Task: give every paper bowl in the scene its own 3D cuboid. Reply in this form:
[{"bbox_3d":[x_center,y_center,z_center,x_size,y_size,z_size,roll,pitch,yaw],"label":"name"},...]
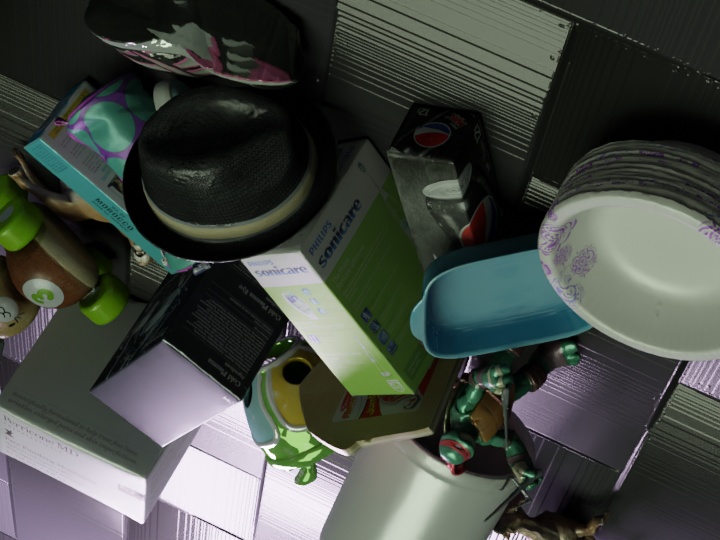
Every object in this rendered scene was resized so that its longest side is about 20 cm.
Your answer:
[{"bbox_3d":[0.255,-0.027,1.398,0.200,0.104,0.201,20,146,14],"label":"paper bowl"}]

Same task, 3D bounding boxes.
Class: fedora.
[{"bbox_3d":[-0.122,-0.104,1.498,0.200,0.201,0.092,18,159,18],"label":"fedora"}]

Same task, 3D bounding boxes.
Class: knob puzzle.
[{"bbox_3d":[0.023,0.108,1.673,0.219,0.220,0.030,-7,133,43],"label":"knob puzzle"}]

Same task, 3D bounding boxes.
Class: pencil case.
[{"bbox_3d":[-0.200,-0.092,1.646,0.200,0.092,0.085,55,-174,-10],"label":"pencil case"}]

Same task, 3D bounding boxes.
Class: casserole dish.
[{"bbox_3d":[0.137,0.016,1.527,0.199,0.039,0.121,-10,135,-8],"label":"casserole dish"}]

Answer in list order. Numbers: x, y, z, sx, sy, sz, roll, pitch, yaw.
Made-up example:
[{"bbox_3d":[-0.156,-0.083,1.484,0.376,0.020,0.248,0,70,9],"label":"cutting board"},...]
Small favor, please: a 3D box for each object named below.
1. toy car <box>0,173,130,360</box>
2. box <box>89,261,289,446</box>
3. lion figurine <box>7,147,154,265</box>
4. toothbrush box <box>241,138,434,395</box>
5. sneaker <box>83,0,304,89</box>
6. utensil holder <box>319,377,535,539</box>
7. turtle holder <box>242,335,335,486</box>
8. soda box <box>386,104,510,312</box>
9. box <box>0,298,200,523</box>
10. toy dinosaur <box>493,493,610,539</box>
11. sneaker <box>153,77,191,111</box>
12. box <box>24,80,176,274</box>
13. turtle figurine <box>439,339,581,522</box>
[{"bbox_3d":[-0.385,0.029,1.851,0.164,0.200,0.158,44,-179,-30],"label":"toy car"},{"bbox_3d":[-0.164,0.063,1.772,0.104,0.182,0.200,38,146,-13],"label":"box"},{"bbox_3d":[-0.279,-0.073,1.798,0.200,0.073,0.123,21,157,39],"label":"lion figurine"},{"bbox_3d":[0.000,0.000,1.594,0.086,0.146,0.200,-4,135,42],"label":"toothbrush box"},{"bbox_3d":[-0.139,-0.206,1.512,0.200,0.081,0.086,19,169,14],"label":"sneaker"},{"bbox_3d":[0.063,0.233,1.765,0.170,0.170,0.200,28,117,3],"label":"utensil holder"},{"bbox_3d":[-0.061,0.147,1.827,0.141,0.186,0.132,-30,102,7],"label":"turtle holder"},{"bbox_3d":[0.085,-0.054,1.532,0.071,0.063,0.200,11,143,27],"label":"soda box"},{"bbox_3d":[-0.288,0.148,1.966,0.199,0.200,0.131,25,148,8],"label":"box"},{"bbox_3d":[0.210,0.293,1.891,0.135,0.086,0.200,24,165,28],"label":"toy dinosaur"},{"bbox_3d":[-0.114,-0.113,1.620,0.082,0.074,0.200,-29,114,20],"label":"sneaker"},{"bbox_3d":[-0.232,-0.092,1.706,0.200,0.082,0.049,42,154,-17],"label":"box"},{"bbox_3d":[0.131,0.126,1.608,0.100,0.200,0.150,16,147,30],"label":"turtle figurine"}]
